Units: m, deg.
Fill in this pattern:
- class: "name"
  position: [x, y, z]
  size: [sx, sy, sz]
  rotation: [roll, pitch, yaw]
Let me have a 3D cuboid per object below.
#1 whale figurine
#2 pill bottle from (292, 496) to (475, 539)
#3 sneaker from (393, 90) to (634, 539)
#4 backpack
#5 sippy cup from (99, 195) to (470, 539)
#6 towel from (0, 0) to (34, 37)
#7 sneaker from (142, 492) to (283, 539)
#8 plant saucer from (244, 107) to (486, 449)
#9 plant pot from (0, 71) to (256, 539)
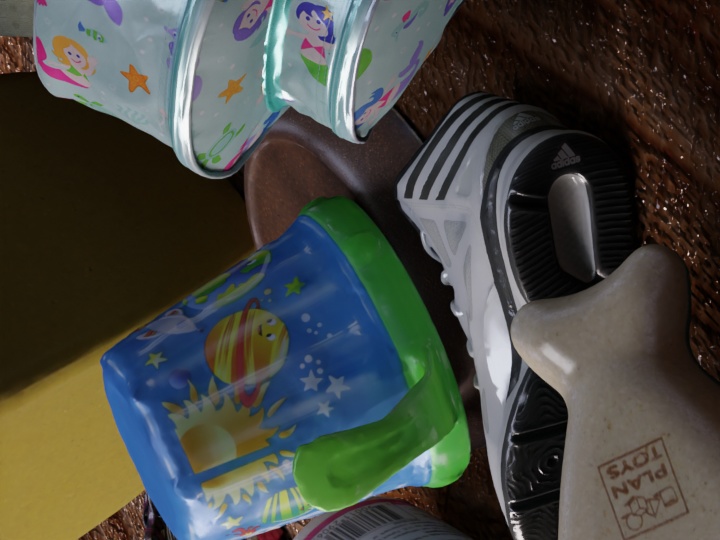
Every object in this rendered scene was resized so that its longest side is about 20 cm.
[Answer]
- class: "whale figurine"
  position: [0.130, 0.094, 1.130]
  size: [0.104, 0.159, 0.201]
  rotation: [9, -125, -62]
- class: "pill bottle"
  position: [0.047, 0.188, 1.379]
  size: [0.200, 0.113, 0.114]
  rotation: [26, 137, 56]
- class: "sneaker"
  position: [0.069, 0.017, 1.234]
  size: [0.115, 0.075, 0.202]
  rotation: [-137, 37, -56]
- class: "backpack"
  position: [-0.033, -0.134, 1.115]
  size: [0.150, 0.200, 0.178]
  rotation: [34, 147, 15]
- class: "sippy cup"
  position: [-0.039, 0.054, 1.291]
  size: [0.140, 0.130, 0.178]
  rotation: [62, 167, 12]
- class: "towel"
  position: [-0.150, -0.190, 1.365]
  size: [0.035, 0.199, 0.193]
  rotation: [-77, -14, -46]
- class: "sneaker"
  position: [-0.098, 0.134, 1.678]
  size: [0.201, 0.074, 0.081]
  rotation: [61, 157, 8]
- class: "plant saucer"
  position: [0.000, 0.000, 1.388]
  size: [0.200, 0.034, 0.201]
  rotation: [45, 150, 36]
- class: "plant pot"
  position: [-0.161, 0.014, 1.527]
  size: [0.194, 0.199, 0.196]
  rotation: [52, 153, 26]
